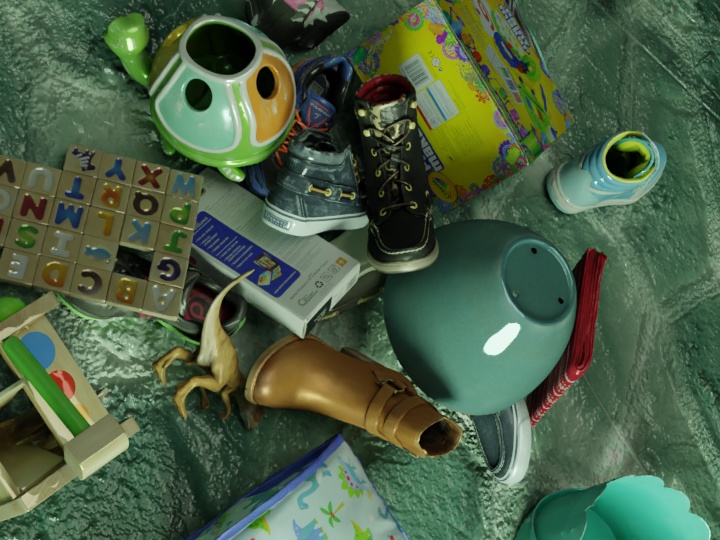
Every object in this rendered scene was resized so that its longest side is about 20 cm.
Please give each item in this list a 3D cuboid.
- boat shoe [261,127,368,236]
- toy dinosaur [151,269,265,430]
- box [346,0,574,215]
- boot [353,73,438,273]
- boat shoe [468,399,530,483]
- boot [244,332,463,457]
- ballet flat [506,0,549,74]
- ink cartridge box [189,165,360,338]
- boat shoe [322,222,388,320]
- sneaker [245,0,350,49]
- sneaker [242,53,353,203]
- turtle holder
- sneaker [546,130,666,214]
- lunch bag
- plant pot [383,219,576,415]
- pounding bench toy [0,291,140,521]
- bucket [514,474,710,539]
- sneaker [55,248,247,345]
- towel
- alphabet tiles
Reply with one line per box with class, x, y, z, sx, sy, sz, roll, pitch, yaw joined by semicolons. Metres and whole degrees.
boat shoe;-0.026;-0.094;1.407;0.070;0.092;0.200;27;19;17
toy dinosaur;-0.140;0.078;1.313;0.105;0.201;0.060;-30;49;-18
box;0.115;-0.199;1.526;0.201;0.121;0.192;59;30;-4
boot;0.034;-0.097;1.381;0.201;0.072;0.152;-83;165;-64
boat shoe;0.120;0.128;1.494;0.090;0.071;0.203;2;70;-28
boot;-0.004;0.132;1.340;0.199;0.155;0.077;14;105;-55
ballet flat;0.167;-0.291;1.671;0.073;0.073;0.202;-21;94;-37
ink cartridge box;-0.106;-0.021;1.379;0.199;0.037;0.095;34;54;15
boat shoe;-0.002;-0.002;1.462;0.200;0.061;0.072;-23;58;-37
sneaker;-0.084;-0.283;1.459;0.087;0.080;0.200;51;12;6
sneaker;-0.064;-0.153;1.455;0.075;0.078;0.202;31;60;-21
turtle holder;-0.147;-0.193;1.364;0.140;0.132;0.186;-33;71;-17
sneaker;0.332;-0.128;1.685;0.199;0.130;0.080;-22;86;-37
lunch bag;-0.049;0.275;1.300;0.199;0.127;0.171;-34;95;-27
plant pot;0.140;0.031;1.407;0.198;0.135;0.203;11;66;-27
pounding bench toy;-0.277;0.102;1.154;0.124;0.199;0.157;-35;96;-36
bucket;0.267;0.323;1.493;0.205;0.134;0.210;11;69;-32
sneaker;-0.194;0.015;1.310;0.198;0.083;0.078;15;67;-30
towel;0.218;0.078;1.505;0.022;0.200;0.146;14;65;-3
alphabet tiles;-0.252;-0.046;1.286;0.197;0.008;0.169;14;53;-11
